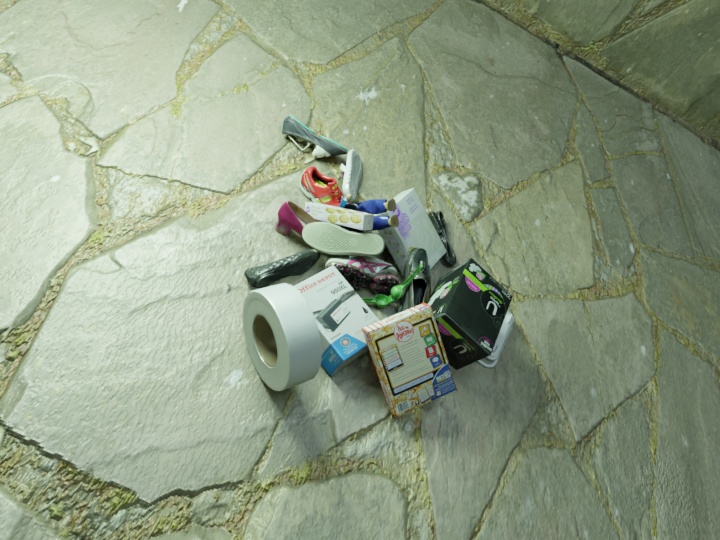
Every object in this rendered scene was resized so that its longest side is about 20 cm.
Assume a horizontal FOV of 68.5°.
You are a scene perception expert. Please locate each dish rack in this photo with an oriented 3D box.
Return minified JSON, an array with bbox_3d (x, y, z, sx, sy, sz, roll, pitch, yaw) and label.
[{"bbox_3d":[0.316,0.136,1.377,0.172,0.044,0.200,38,49,1],"label":"dish rack"}]

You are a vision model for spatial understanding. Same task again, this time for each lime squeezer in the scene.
[{"bbox_3d":[0.067,0.049,1.279,0.038,0.200,0.071,-104,168,-62],"label":"lime squeezer"}]

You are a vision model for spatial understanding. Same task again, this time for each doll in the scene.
[{"bbox_3d":[-0.004,-0.127,1.316,0.048,0.200,0.137,-28,112,-53],"label":"doll"}]

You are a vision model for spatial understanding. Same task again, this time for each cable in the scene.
[{"bbox_3d":[0.224,-0.098,1.517,0.097,0.050,0.200,-7,71,-50],"label":"cable"}]

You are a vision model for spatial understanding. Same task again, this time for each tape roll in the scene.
[{"bbox_3d":[-0.157,0.128,1.033,0.071,0.202,0.203,-14,64,-33],"label":"tape roll"}]

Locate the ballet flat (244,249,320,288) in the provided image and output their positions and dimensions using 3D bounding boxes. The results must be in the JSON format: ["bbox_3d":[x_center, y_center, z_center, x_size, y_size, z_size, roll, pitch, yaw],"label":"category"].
[{"bbox_3d":[-0.174,-0.015,1.221,0.200,0.067,0.057,-22,53,-39],"label":"ballet flat"}]

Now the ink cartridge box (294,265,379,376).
[{"bbox_3d":[-0.063,0.107,1.174,0.145,0.084,0.200,-29,73,-39],"label":"ink cartridge box"}]

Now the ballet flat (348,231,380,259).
[{"bbox_3d":[0.037,-0.091,1.382,0.072,0.072,0.200,41,49,6],"label":"ballet flat"}]

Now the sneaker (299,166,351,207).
[{"bbox_3d":[-0.075,-0.197,1.389,0.200,0.085,0.077,37,49,2],"label":"sneaker"}]

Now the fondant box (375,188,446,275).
[{"bbox_3d":[0.130,-0.093,1.384,0.144,0.058,0.200,-43,108,-41],"label":"fondant box"}]

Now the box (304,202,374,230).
[{"bbox_3d":[-0.056,-0.135,1.300,0.200,0.042,0.039,17,15,37],"label":"box"}]

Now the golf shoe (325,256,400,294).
[{"bbox_3d":[0.000,0.000,1.300,0.200,0.073,0.092,14,41,-28],"label":"golf shoe"}]

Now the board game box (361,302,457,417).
[{"bbox_3d":[0.106,0.190,1.129,0.151,0.046,0.200,-20,101,-14],"label":"board game box"}]

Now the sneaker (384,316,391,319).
[{"bbox_3d":[0.114,0.192,1.215,0.073,0.112,0.200,-24,102,-10],"label":"sneaker"}]

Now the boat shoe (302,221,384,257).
[{"bbox_3d":[-0.041,-0.070,1.271,0.200,0.062,0.075,9,86,1],"label":"boat shoe"}]

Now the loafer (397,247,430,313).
[{"bbox_3d":[0.143,0.039,1.294,0.072,0.063,0.200,15,78,-25],"label":"loafer"}]

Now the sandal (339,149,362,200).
[{"bbox_3d":[-0.036,-0.273,1.485,0.050,0.083,0.203,-10,41,18],"label":"sandal"}]

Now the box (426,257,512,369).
[{"bbox_3d":[0.243,0.102,1.243,0.149,0.124,0.200,41,50,-8],"label":"box"}]

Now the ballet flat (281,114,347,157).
[{"bbox_3d":[-0.135,-0.362,1.497,0.200,0.073,0.073,29,48,-6],"label":"ballet flat"}]

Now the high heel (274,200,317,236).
[{"bbox_3d":[-0.108,-0.108,1.300,0.200,0.096,0.067,22,49,-11],"label":"high heel"}]
